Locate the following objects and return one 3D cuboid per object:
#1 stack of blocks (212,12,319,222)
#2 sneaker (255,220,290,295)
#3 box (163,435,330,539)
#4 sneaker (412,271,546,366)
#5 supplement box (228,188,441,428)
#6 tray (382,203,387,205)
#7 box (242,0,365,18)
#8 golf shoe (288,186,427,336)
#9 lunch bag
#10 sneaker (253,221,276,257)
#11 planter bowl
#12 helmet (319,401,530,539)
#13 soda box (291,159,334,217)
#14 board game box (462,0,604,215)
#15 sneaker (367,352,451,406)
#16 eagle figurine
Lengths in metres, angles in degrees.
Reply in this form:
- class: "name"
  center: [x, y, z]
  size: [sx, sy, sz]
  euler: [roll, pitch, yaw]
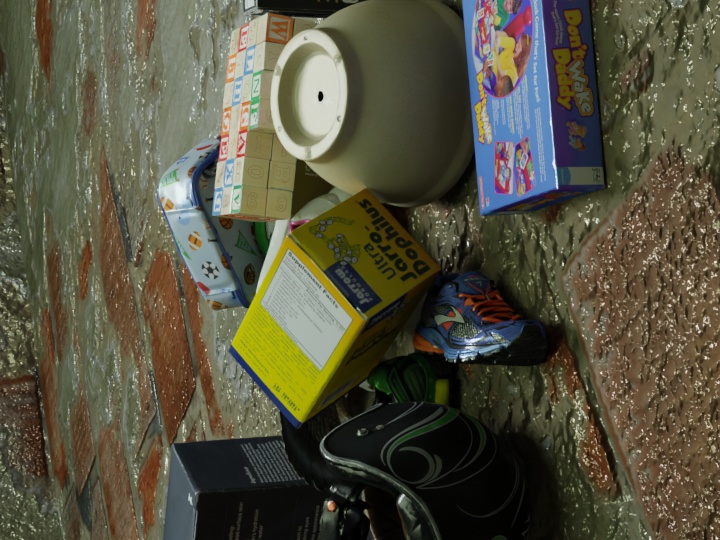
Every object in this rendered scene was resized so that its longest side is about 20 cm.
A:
- class: "stack of blocks"
  center: [-0.099, -0.155, 1.452]
  size: [0.115, 0.058, 0.202]
  euler: [179, 97, -66]
- class: "sneaker"
  center: [-0.066, 0.009, 1.568]
  size: [0.073, 0.084, 0.202]
  euler: [57, -134, -77]
- class: "box"
  center: [-0.118, 0.303, 1.610]
  size: [0.117, 0.198, 0.199]
  euler: [-133, 47, -57]
- class: "sneaker"
  center: [0.100, 0.041, 1.236]
  size: [0.200, 0.075, 0.079]
  euler: [-172, 84, -65]
- class: "supplement box"
  center: [-0.028, 0.038, 1.321]
  size: [0.109, 0.109, 0.200]
  euler: [47, 141, 13]
- class: "tray"
  center: [0.014, -0.118, 1.472]
  size: [0.200, 0.037, 0.100]
  euler: [178, 90, -66]
- class: "box"
  center: [-0.043, -0.361, 1.435]
  size: [0.050, 0.156, 0.202]
  euler: [-178, 87, -67]
- class: "golf shoe"
  center: [0.000, 0.000, 1.410]
  size: [0.200, 0.091, 0.076]
  euler: [53, 154, 33]
- class: "lunch bag"
  center: [-0.156, -0.065, 1.687]
  size: [0.075, 0.160, 0.202]
  euler: [-5, 116, 33]
- class: "sneaker"
  center: [-0.070, -0.016, 1.649]
  size: [0.085, 0.077, 0.202]
  euler: [3, 103, 60]
- class: "planter bowl"
  center: [0.001, -0.162, 1.311]
  size: [0.199, 0.134, 0.203]
  euler: [1, 91, 50]
- class: "helmet"
  center: [0.050, 0.207, 1.216]
  size: [0.198, 0.190, 0.202]
  euler: [8, 105, 31]
- class: "soda box"
  center: [-0.058, -0.156, 1.510]
  size: [0.068, 0.063, 0.202]
  euler: [-174, 91, -66]
- class: "board game box"
  center: [0.140, -0.155, 1.157]
  size: [0.134, 0.044, 0.202]
  euler: [164, 103, -67]
- class: "sneaker"
  center: [0.033, 0.178, 1.366]
  size: [0.078, 0.084, 0.202]
  euler: [-155, 64, -65]
- class: "eagle figurine"
  center: [-0.039, 0.117, 1.506]
  size: [0.151, 0.151, 0.202]
  euler: [37, 123, 36]
